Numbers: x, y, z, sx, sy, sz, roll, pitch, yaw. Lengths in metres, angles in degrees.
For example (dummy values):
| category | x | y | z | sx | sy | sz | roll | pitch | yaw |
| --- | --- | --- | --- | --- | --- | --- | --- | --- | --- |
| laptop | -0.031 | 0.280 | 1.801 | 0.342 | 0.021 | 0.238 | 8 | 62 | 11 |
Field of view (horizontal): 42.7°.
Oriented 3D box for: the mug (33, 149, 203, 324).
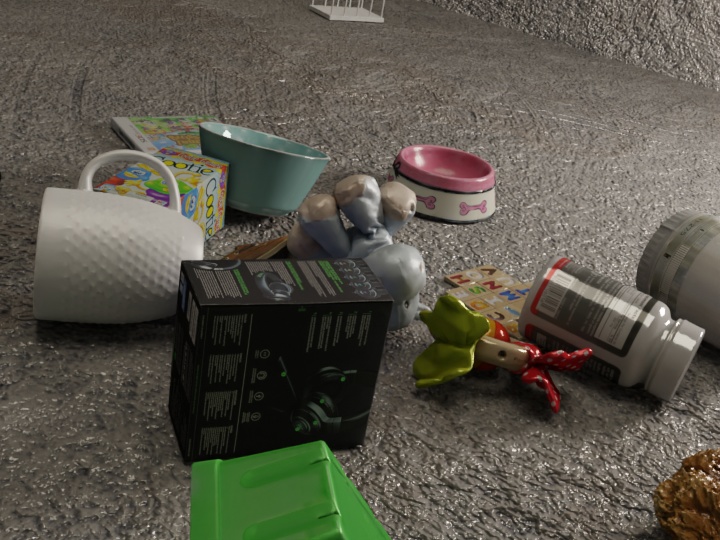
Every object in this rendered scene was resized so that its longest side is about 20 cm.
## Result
| category | x | y | z | sx | sy | sz | roll | pitch | yaw |
| --- | --- | --- | --- | --- | --- | --- | --- | --- | --- |
| mug | -0.269 | -0.038 | 1.045 | 0.175 | 0.201 | 0.148 | 5 | -4 | -15 |

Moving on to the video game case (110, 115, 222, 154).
| category | x | y | z | sx | sy | sz | roll | pitch | yaw |
| --- | --- | --- | --- | --- | --- | --- | --- | --- | --- |
| video game case | -0.315 | -0.234 | 1.622 | 0.200 | 0.022 | 0.182 | -7 | 31 | -32 |

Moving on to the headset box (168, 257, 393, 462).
| category | x | y | z | sx | sy | sz | roll | pitch | yaw |
| --- | --- | --- | --- | --- | --- | --- | --- | --- | --- |
| headset box | -0.075 | 0.083 | 0.894 | 0.200 | 0.174 | 0.093 | -2 | 29 | -22 |

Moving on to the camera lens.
| category | x | y | z | sx | sy | sz | roll | pitch | yaw |
| --- | --- | --- | --- | --- | --- | --- | --- | --- | --- |
| camera lens | 0.501 | 0.022 | 1.254 | 0.160 | 0.160 | 0.200 | -11 | 33 | -37 |

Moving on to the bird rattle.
| category | x | y | z | sx | sy | sz | roll | pitch | yaw |
| --- | --- | --- | --- | --- | --- | --- | --- | --- | --- |
| bird rattle | 0.157 | 0.085 | 1.072 | 0.199 | 0.113 | 0.163 | 8 | 8 | -10 |

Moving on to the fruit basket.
| category | x | y | z | sx | sy | sz | roll | pitch | yaw |
| --- | --- | --- | --- | --- | --- | --- | --- | --- | --- |
| fruit basket | -0.072 | 0.231 | 0.623 | 0.215 | 0.216 | 0.156 | 5 | 26 | -12 |

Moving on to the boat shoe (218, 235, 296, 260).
| category | x | y | z | sx | sy | sz | roll | pitch | yaw |
| --- | --- | --- | --- | --- | --- | --- | --- | --- | --- |
| boat shoe | -0.137 | -0.008 | 1.173 | 0.068 | 0.072 | 0.200 | 22 | 27 | 23 |

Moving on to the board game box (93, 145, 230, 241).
| category | x | y | z | sx | sy | sz | roll | pitch | yaw |
| --- | --- | --- | --- | --- | --- | --- | --- | --- | --- |
| board game box | -0.266 | -0.083 | 1.240 | 0.105 | 0.103 | 0.200 | 16 | 26 | 11 |

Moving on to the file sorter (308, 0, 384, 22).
| category | x | y | z | sx | sy | sz | roll | pitch | yaw |
| --- | --- | --- | --- | --- | --- | --- | --- | --- | --- |
| file sorter | -0.035 | -0.859 | 2.884 | 0.200 | 0.125 | 0.139 | -6 | 31 | -32 |

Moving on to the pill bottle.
| category | x | y | z | sx | sy | sz | roll | pitch | yaw |
| --- | --- | --- | --- | --- | --- | --- | --- | --- | --- |
| pill bottle | 0.305 | 0.072 | 1.127 | 0.200 | 0.114 | 0.114 | 27 | 30 | 22 |

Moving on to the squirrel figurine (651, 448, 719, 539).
| category | x | y | z | sx | sy | sz | roll | pitch | yaw |
| --- | --- | --- | --- | --- | --- | --- | --- | --- | --- |
| squirrel figurine | 0.364 | 0.242 | 0.825 | 0.200 | 0.142 | 0.187 | 5 | 33 | 21 |

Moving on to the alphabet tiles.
| category | x | y | z | sx | sy | sz | roll | pitch | yaw |
| --- | --- | --- | --- | --- | --- | --- | --- | --- | --- |
| alphabet tiles | 0.219 | 0.044 | 1.277 | 0.167 | 0.008 | 0.200 | -14 | 35 | -40 |

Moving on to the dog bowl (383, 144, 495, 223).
| category | x | y | z | sx | sy | sz | roll | pitch | yaw |
| --- | --- | --- | --- | --- | --- | --- | --- | --- | --- |
| dog bowl | 0.140 | -0.153 | 1.573 | 0.200 | 0.074 | 0.200 | 9 | 27 | -4 |

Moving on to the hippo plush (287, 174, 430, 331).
| category | x | y | z | sx | sy | sz | roll | pitch | yaw |
| --- | --- | --- | --- | --- | --- | --- | --- | --- | --- |
| hippo plush | 0.000 | 0.000 | 1.127 | 0.159 | 0.200 | 0.161 | -3 | 47 | -17 |

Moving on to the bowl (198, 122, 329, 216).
| category | x | y | z | sx | sy | sz | roll | pitch | yaw |
| --- | --- | --- | --- | --- | --- | --- | --- | --- | --- |
| bowl | -0.156 | -0.147 | 1.384 | 0.200 | 0.105 | 0.201 | 16 | 12 | -4 |
